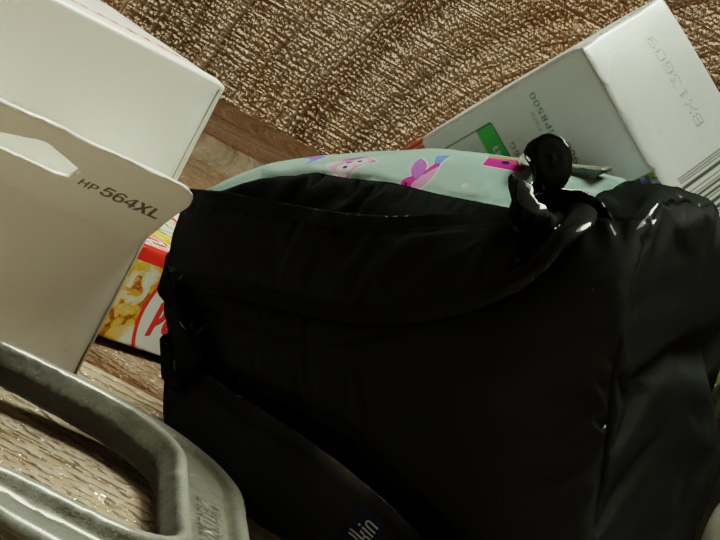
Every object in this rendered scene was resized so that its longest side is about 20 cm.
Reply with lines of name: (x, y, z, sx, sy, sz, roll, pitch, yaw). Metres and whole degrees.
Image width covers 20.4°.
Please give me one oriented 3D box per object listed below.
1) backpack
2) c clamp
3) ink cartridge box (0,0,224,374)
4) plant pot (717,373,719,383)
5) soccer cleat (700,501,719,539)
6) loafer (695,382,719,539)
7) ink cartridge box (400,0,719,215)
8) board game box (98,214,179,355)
backpack: (0.024, 0.033, 0.693, 0.199, 0.168, 0.126, 13, 5, 39)
c clamp: (-0.102, 0.046, 0.578, 0.170, 0.027, 0.200, 28, 6, -5)
ink cartridge box: (-0.154, -0.057, 0.739, 0.128, 0.126, 0.200, 24, 7, -31)
plant pot: (0.254, 0.047, 1.611, 0.189, 0.201, 0.200, 14, 7, -5)
soccer cleat: (0.159, 0.127, 0.591, 0.069, 0.087, 0.200, 1, 37, -25)
loafer: (0.126, 0.078, 0.739, 0.070, 0.201, 0.070, 32, 50, 20)
ink cartridge box: (0.069, -0.016, 0.771, 0.109, 0.050, 0.200, 59, -33, -3)
board game box: (-0.081, 0.004, 0.943, 0.199, 0.047, 0.151, 22, 9, -46)
